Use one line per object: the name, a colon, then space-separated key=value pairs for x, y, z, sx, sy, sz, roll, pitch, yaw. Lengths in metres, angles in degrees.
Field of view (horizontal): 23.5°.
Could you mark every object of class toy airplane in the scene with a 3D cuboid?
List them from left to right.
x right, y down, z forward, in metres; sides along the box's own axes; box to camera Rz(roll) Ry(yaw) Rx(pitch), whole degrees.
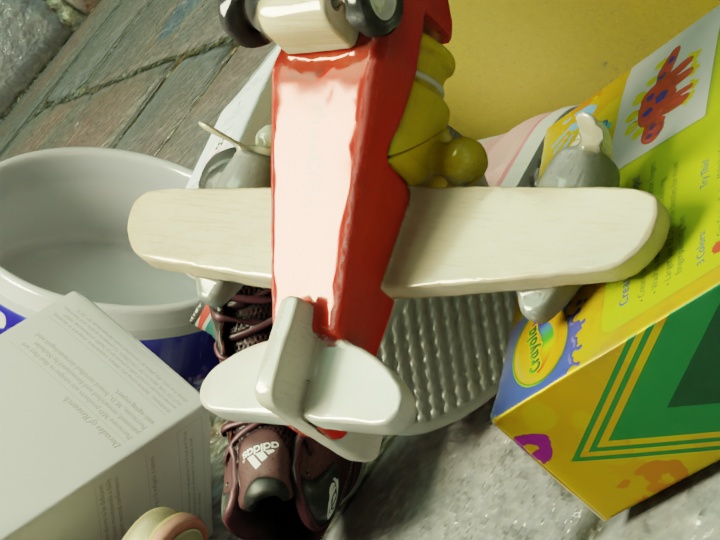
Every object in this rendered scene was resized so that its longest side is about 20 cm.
toy airplane: x=0.008 y=-0.020 z=0.706 sx=0.199 sy=0.141 sz=0.200 roll=-49 pitch=62 yaw=22

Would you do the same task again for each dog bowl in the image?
dog bowl: x=-0.167 y=0.001 z=1.139 sx=0.200 sy=0.199 sz=0.079 roll=-84 pitch=6 yaw=-59

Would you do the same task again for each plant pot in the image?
plant pot: x=0.091 y=-0.177 z=0.938 sx=0.176 sy=0.200 sz=0.200 roll=-46 pitch=19 yaw=27

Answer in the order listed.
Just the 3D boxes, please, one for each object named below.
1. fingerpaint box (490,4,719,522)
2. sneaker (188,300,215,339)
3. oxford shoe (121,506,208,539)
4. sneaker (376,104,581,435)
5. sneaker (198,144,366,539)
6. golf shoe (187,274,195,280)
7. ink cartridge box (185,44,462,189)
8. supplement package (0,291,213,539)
fingerpaint box: x=0.147 y=-0.022 z=0.694 sx=0.167 sy=0.073 sz=0.200 roll=-35 pitch=23 yaw=34
sneaker: x=0.000 y=0.000 z=0.986 sx=0.200 sy=0.093 sz=0.070 roll=-38 pitch=-10 yaw=-32
oxford shoe: x=-0.138 y=0.183 z=0.836 sx=0.071 sy=0.074 sz=0.200 roll=-10 pitch=-45 yaw=-56
sneaker: x=0.048 y=0.002 z=0.867 sx=0.200 sy=0.075 sz=0.105 roll=-51 pitch=20 yaw=-22
sneaker: x=-0.038 y=0.050 z=0.806 sx=0.075 sy=0.201 sz=0.116 roll=-8 pitch=25 yaw=12
golf shoe: x=-0.047 y=-0.041 z=1.111 sx=0.075 sy=0.092 sz=0.200 roll=20 pitch=44 yaw=26
ink cartridge box: x=0.000 y=-0.054 z=0.943 sx=0.057 sy=0.163 sz=0.200 roll=-35 pitch=23 yaw=31
supplement package: x=-0.188 y=0.125 z=0.903 sx=0.200 sy=0.117 sz=0.117 roll=-33 pitch=-35 yaw=-33
